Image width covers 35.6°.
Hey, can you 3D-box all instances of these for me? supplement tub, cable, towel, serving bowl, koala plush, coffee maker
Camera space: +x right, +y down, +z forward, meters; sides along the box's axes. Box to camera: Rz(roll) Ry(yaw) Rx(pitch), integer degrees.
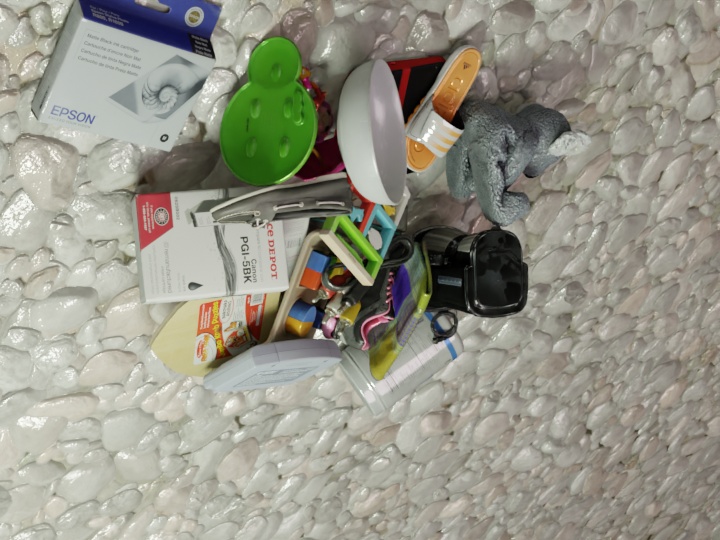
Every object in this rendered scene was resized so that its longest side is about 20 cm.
[{"bbox_3d":[0.069,0.146,1.965,0.199,0.132,0.132,-36,140,-6],"label":"supplement tub"},{"bbox_3d":[0.000,0.000,1.709,0.097,0.050,0.200,53,56,-19],"label":"cable"},{"bbox_3d":[0.058,0.065,1.775,0.023,0.144,0.201,18,127,-18],"label":"towel"},{"bbox_3d":[0.010,-0.187,1.554,0.065,0.202,0.201,-6,142,15],"label":"serving bowl"},{"bbox_3d":[0.252,-0.200,1.775,0.198,0.177,0.185,-19,124,-18],"label":"koala plush"},{"bbox_3d":[0.178,0.023,1.810,0.134,0.200,0.194,-27,105,-20],"label":"coffee maker"}]

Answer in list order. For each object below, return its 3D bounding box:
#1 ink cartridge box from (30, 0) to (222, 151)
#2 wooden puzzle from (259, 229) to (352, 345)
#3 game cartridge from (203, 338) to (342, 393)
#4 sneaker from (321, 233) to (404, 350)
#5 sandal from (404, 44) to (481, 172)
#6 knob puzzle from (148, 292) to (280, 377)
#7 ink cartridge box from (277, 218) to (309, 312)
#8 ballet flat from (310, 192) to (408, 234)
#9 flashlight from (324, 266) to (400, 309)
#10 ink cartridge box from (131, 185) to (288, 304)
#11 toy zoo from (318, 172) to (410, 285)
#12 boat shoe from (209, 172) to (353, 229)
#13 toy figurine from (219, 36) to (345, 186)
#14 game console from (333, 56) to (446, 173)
[{"bbox_3d":[-0.281,-0.256,1.392,0.198,0.041,0.201,8,120,-43],"label":"ink cartridge box"},{"bbox_3d":[-0.070,0.038,1.733,0.201,0.046,0.185,-65,164,4],"label":"wooden puzzle"},{"bbox_3d":[-0.126,0.143,1.705,0.133,0.041,0.199,-25,164,36],"label":"game cartridge"},{"bbox_3d":[0.025,0.039,1.767,0.201,0.095,0.079,-57,157,-9],"label":"sneaker"},{"bbox_3d":[0.127,-0.236,1.680,0.079,0.059,0.208,14,111,-37],"label":"sandal"},{"bbox_3d":[-0.218,0.080,1.651,0.218,0.031,0.221,-22,140,-19],"label":"knob puzzle"},{"bbox_3d":[-0.151,-0.014,1.692,0.116,0.067,0.201,-12,132,-29],"label":"ink cartridge box"},{"bbox_3d":[-0.003,-0.097,1.755,0.199,0.067,0.064,8,93,-43],"label":"ballet flat"},{"bbox_3d":[0.031,0.034,1.882,0.199,0.068,0.068,-16,135,-28],"label":"flashlight"},{"bbox_3d":[-0.204,-0.036,1.530,0.198,0.083,0.148,-6,88,-16],"label":"ink cartridge box"},{"bbox_3d":[0.015,-0.097,1.670,0.131,0.020,0.201,48,55,-42],"label":"toy zoo"},{"bbox_3d":[-0.099,-0.083,1.488,0.198,0.058,0.067,-16,176,-22],"label":"boat shoe"},{"bbox_3d":[-0.082,-0.200,1.556,0.184,0.149,0.202,15,78,-63],"label":"toy figurine"},{"bbox_3d":[0.040,-0.224,1.693,0.176,0.031,0.201,-16,135,-33],"label":"game console"}]
